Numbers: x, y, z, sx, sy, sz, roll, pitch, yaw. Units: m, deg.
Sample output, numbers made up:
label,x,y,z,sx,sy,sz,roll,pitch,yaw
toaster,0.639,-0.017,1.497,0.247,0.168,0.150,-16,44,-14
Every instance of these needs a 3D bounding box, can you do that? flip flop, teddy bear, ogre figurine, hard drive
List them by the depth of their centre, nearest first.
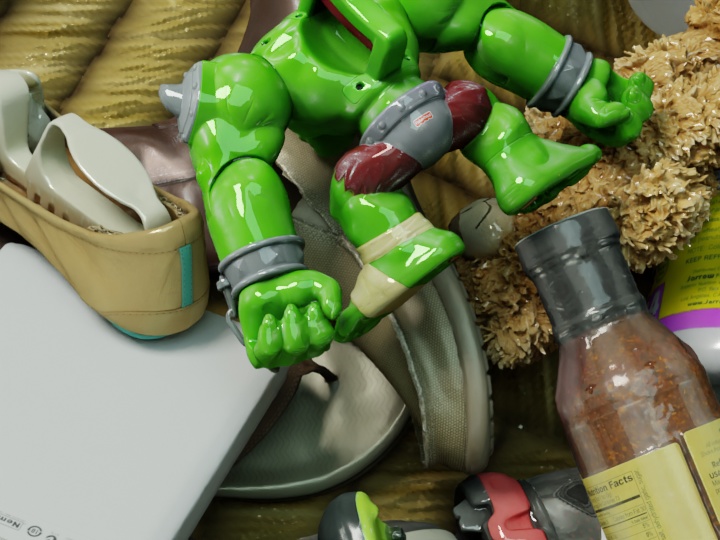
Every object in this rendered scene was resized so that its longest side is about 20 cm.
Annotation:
label,x,y,z,sx,sy,sz,roll,pitch,yaw
hard drive,-0.125,0.074,0.768,0.132,0.027,0.200,20,42,11
ogre figurine,0.013,-0.058,0.785,0.200,0.098,0.120,-35,83,-5
flip flop,-0.069,0.055,0.864,0.200,0.058,0.081,-2,66,-10
teddy bear,0.109,-0.047,0.868,0.067,0.200,0.145,37,31,-34

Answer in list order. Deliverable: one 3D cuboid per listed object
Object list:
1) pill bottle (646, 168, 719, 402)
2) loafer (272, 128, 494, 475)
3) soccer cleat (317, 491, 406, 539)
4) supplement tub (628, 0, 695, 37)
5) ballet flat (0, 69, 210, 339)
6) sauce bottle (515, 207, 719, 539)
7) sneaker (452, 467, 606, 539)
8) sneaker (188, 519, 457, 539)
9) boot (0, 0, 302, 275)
label,x,y,z,sx,sy,sz,roll,pitch,yaw
pill bottle,0.189,-0.024,0.905,0.104,0.104,0.200,15,64,1
loafer,0.000,0.000,0.851,0.067,0.076,0.200,-20,68,-5
soccer cleat,-0.010,0.178,0.758,0.081,0.200,0.068,-5,22,-1
supplement tub,0.195,-0.218,0.973,0.145,0.145,0.200,9,65,-2
ballet flat,-0.132,-0.049,0.838,0.200,0.063,0.069,35,45,26
sauce bottle,0.118,0.073,0.787,0.066,0.066,0.200,-18,81,-14
sneaker,0.110,0.166,0.825,0.098,0.071,0.201,-16,67,-11
sneaker,-0.062,0.127,0.813,0.200,0.075,0.106,-18,38,-22
boot,-0.106,-0.070,0.922,0.200,0.064,0.187,-11,65,-6
